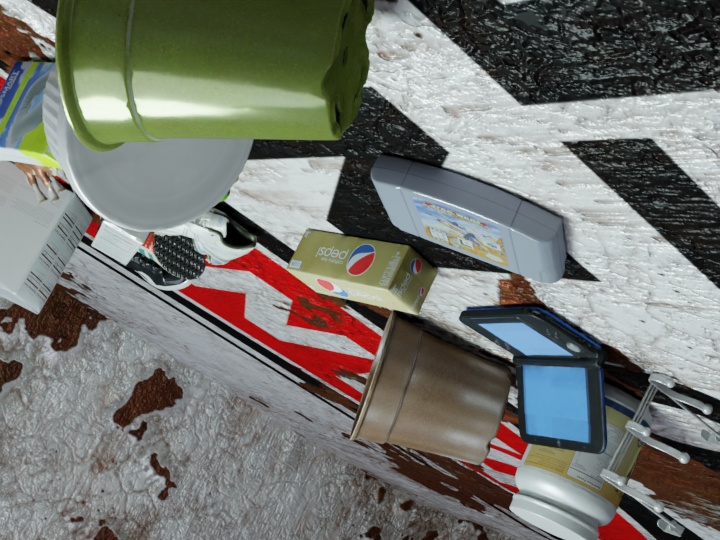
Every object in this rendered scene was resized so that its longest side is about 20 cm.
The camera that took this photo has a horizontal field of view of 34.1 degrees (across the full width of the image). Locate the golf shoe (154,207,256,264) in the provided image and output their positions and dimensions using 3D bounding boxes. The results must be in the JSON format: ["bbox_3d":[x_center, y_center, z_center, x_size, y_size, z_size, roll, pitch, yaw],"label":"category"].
[{"bbox_3d":[-0.230,-0.076,1.650,0.097,0.079,0.200,-6,154,45],"label":"golf shoe"}]

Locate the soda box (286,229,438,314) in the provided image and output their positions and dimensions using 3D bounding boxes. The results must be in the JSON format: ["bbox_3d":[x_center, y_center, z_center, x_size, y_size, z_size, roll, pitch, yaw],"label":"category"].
[{"bbox_3d":[0.000,0.000,1.495,0.199,0.064,0.068,12,160,47],"label":"soda box"}]

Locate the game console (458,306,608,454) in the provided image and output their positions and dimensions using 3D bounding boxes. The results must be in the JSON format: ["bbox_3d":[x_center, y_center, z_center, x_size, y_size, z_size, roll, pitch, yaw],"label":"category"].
[{"bbox_3d":[0.214,0.136,1.482,0.170,0.119,0.200,31,165,-19],"label":"game console"}]

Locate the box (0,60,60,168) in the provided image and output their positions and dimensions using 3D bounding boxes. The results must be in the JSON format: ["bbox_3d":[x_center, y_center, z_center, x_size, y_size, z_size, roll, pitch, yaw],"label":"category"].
[{"bbox_3d":[-0.383,-0.187,1.397,0.199,0.122,0.048,11,163,46],"label":"box"}]

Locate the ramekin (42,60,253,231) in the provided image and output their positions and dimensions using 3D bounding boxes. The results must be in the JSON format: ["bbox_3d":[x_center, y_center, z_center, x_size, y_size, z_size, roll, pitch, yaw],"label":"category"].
[{"bbox_3d":[-0.203,-0.147,1.098,0.094,0.203,0.202,30,173,47],"label":"ramekin"}]

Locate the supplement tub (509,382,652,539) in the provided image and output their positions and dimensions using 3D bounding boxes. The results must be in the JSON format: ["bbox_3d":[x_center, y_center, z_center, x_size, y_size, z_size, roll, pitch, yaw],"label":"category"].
[{"bbox_3d":[0.297,0.258,1.595,0.144,0.201,0.144,25,166,7],"label":"supplement tub"}]

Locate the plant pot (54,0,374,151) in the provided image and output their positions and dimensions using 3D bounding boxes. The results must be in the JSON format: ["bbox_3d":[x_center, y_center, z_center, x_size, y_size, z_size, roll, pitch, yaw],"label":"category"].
[{"bbox_3d":[-0.094,-0.173,0.867,0.189,0.201,0.200,10,163,11],"label":"plant pot"}]

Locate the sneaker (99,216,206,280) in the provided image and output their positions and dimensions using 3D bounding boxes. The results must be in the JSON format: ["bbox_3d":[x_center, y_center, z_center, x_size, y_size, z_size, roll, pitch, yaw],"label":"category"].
[{"bbox_3d":[-0.343,-0.057,1.931,0.199,0.071,0.093,32,-177,-26],"label":"sneaker"}]

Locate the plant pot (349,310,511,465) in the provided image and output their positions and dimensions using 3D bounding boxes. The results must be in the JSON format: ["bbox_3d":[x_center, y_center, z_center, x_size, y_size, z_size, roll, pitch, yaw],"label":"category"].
[{"bbox_3d":[0.108,0.185,1.731,0.197,0.201,0.200,18,166,1],"label":"plant pot"}]

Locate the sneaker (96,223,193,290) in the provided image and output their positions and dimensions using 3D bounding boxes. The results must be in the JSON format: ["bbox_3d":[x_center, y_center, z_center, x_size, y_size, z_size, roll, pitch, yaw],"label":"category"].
[{"bbox_3d":[-0.388,-0.031,2.054,0.199,0.073,0.112,20,166,31],"label":"sneaker"}]

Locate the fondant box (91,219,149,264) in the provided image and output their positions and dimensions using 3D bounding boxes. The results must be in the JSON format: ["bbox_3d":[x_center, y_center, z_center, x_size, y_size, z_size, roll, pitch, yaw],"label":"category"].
[{"bbox_3d":[-0.277,-0.093,1.495,0.058,0.145,0.200,31,165,-12],"label":"fondant box"}]

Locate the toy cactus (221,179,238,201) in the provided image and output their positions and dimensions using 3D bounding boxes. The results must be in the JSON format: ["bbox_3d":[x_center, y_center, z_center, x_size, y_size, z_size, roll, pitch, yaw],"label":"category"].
[{"bbox_3d":[-0.215,-0.162,1.302,0.200,0.102,0.165,36,-178,-41],"label":"toy cactus"}]

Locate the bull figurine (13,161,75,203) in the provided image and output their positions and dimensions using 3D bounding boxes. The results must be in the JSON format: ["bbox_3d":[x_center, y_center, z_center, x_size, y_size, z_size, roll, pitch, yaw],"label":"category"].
[{"bbox_3d":[-0.465,-0.162,1.714,0.122,0.065,0.200,66,161,-14],"label":"bull figurine"}]

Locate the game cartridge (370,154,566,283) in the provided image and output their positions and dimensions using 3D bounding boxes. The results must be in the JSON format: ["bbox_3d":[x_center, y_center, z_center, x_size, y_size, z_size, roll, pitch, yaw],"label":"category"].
[{"bbox_3d":[0.108,-0.053,1.179,0.199,0.042,0.133,21,169,20],"label":"game cartridge"}]

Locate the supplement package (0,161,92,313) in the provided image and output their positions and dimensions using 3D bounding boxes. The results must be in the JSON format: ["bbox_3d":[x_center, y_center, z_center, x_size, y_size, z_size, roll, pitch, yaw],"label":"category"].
[{"bbox_3d":[-0.610,-0.065,2.041,0.191,0.201,0.147,25,166,8],"label":"supplement package"}]

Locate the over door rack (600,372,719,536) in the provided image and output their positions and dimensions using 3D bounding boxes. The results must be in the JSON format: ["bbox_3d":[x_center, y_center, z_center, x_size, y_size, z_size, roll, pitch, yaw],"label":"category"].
[{"bbox_3d":[0.392,0.235,1.460,0.066,0.148,0.200,19,164,48],"label":"over door rack"}]
